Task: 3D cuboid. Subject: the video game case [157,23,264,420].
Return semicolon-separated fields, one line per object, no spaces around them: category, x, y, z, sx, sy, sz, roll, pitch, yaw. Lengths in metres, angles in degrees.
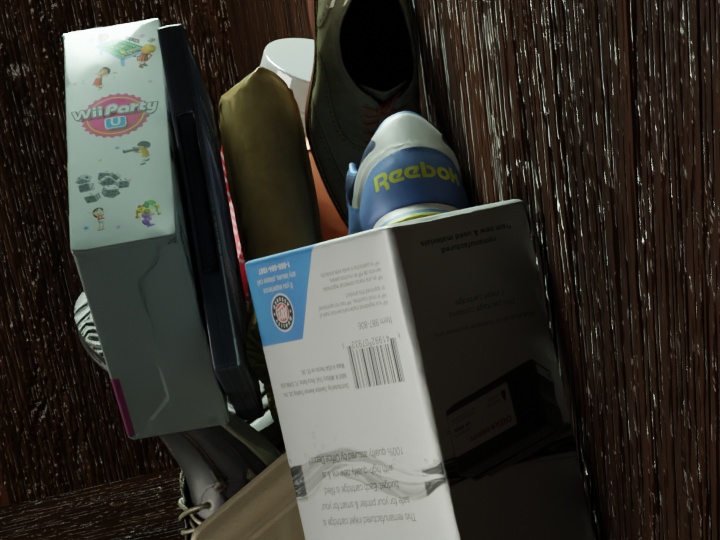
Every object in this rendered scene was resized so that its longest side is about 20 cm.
video game case;-0.085;-0.025;1.551;0.143;0.019;0.201;77;-178;-75

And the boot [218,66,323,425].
boot;-0.049;-0.030;1.562;0.175;0.066;0.201;100;162;-61

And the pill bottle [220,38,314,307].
pill bottle;-0.046;-0.048;1.813;0.112;0.112;0.201;-110;31;-61

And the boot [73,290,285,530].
boot;-0.110;0.106;1.802;0.211;0.079;0.158;43;155;38

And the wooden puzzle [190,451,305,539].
wooden puzzle;-0.008;0.160;1.479;0.037;0.185;0.200;43;-167;-30

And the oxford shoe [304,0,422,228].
oxford shoe;0.004;-0.097;1.588;0.075;0.070;0.201;-115;14;-62

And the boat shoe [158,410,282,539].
boat shoe;-0.070;0.142;1.597;0.200;0.073;0.074;44;167;-12

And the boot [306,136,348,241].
boot;0.000;0.000;1.683;0.075;0.107;0.201;94;162;-67

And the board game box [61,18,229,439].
board game box;-0.126;-0.026;1.553;0.201;0.064;0.148;-99;-2;-49

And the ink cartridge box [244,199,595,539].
ink cartridge box;0.030;0.078;1.304;0.144;0.084;0.201;-12;90;59

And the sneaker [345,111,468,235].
sneaker;0.026;-0.021;1.527;0.200;0.073;0.083;107;153;-67
